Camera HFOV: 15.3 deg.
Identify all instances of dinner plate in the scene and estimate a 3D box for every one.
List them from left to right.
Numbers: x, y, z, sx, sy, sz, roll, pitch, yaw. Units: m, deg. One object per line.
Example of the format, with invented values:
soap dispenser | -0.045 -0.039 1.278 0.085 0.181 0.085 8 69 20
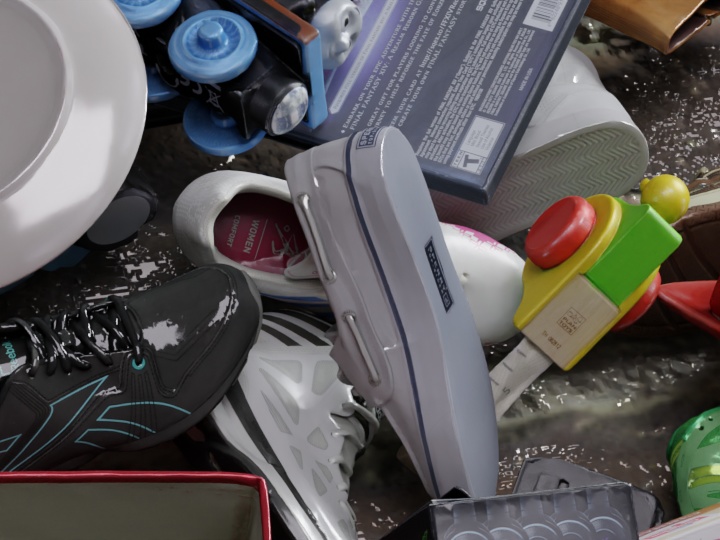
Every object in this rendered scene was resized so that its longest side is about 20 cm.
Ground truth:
dinner plate | -0.202 -0.077 1.306 0.199 0.024 0.201 -5 61 9

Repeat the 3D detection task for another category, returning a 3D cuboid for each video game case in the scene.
video game case | 0.005 -0.122 1.430 0.199 0.019 0.143 17 63 21

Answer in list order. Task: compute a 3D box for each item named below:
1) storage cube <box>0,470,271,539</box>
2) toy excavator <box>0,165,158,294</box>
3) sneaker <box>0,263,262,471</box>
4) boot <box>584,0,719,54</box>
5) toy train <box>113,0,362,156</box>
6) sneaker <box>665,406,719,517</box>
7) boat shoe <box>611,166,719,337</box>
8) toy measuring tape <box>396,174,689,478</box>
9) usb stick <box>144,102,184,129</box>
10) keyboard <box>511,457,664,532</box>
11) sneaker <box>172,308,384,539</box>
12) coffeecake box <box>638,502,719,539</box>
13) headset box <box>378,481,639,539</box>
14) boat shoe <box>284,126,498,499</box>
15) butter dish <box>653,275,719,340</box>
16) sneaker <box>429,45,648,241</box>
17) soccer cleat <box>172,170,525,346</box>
storage cube | -0.129 0.206 1.153 0.199 0.180 0.172 1 53 -10
toy excavator | -0.233 -0.022 1.363 0.194 0.200 0.100 17 35 -53
sneaker | -0.138 0.054 1.284 0.199 0.079 0.076 -33 50 -2
boot | 0.094 -0.160 1.513 0.200 0.069 0.188 31 36 28
toy train | -0.088 -0.145 1.403 0.200 0.087 0.114 34 64 27
sneaker | 0.184 0.121 1.344 0.083 0.074 0.200 23 45 17
boat shoe | 0.201 -0.024 1.462 0.201 0.075 0.075 -20 26 -16
toy measuring tape | 0.092 0.023 1.373 0.200 0.074 0.074 -46 66 7
usb stick | -0.047 -0.112 1.464 0.199 0.033 0.056 -9 56 4
keyboard | 0.070 0.184 1.288 0.104 0.040 0.201 23 67 -1
sneaker | -0.013 0.091 1.323 0.115 0.076 0.201 -23 58 -22
coffeecake box | 0.197 0.203 1.225 0.153 0.073 0.201 -17 88 -21
headset box | 0.064 0.194 1.162 0.092 0.174 0.201 -4 77 -14
boat shoe | 0.016 0.029 1.310 0.065 0.201 0.074 -12 9 22
butter dish | 0.285 -0.005 1.344 0.199 0.149 0.200 1 21 -34
sneaker | 0.046 -0.066 1.465 0.199 0.074 0.116 -13 36 -6
soccer cleat | 0.000 0.000 1.369 0.199 0.086 0.070 14 91 -11
